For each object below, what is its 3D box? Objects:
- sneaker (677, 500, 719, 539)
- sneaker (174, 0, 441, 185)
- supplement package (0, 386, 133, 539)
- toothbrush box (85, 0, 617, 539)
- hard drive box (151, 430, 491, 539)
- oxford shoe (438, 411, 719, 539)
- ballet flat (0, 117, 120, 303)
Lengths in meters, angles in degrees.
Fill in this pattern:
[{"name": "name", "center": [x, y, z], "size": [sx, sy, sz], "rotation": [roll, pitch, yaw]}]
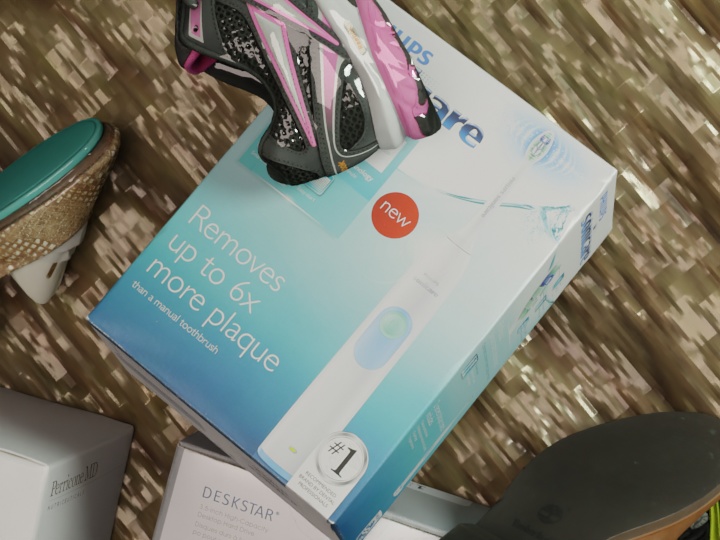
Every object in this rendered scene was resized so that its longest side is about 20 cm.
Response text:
[{"name": "sneaker", "center": [0.155, 0.176, 1.003], "size": [0.200, 0.075, 0.076], "rotation": [-45, 119, 6]}, {"name": "sneaker", "center": [-0.050, -0.126, 0.926], "size": [0.086, 0.080, 0.201], "rotation": [-31, 75, 1]}, {"name": "supplement package", "center": [-0.201, 0.164, 1.051], "size": [0.119, 0.121, 0.202], "rotation": [14, 98, 12]}, {"name": "toothbrush box", "center": [0.000, 0.000, 0.971], "size": [0.146, 0.085, 0.200], "rotation": [39, 80, 14]}, {"name": "hard drive box", "center": [-0.032, 0.193, 1.036], "size": [0.155, 0.077, 0.202], "rotation": [18, 99, 11]}, {"name": "oxford shoe", "center": [0.097, 0.128, 0.974], "size": [0.071, 0.199, 0.072], "rotation": [33, 142, 43]}, {"name": "ballet flat", "center": [-0.188, -0.004, 1.073], "size": [0.199, 0.071, 0.065], "rotation": [-29, 114, 17]}]
